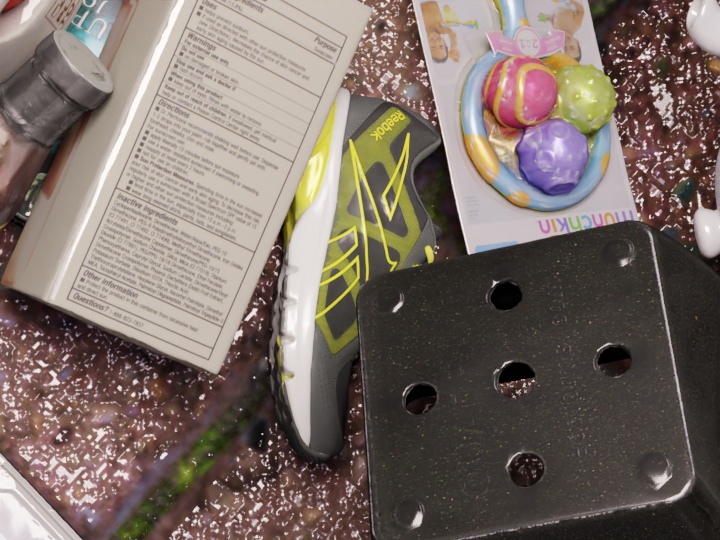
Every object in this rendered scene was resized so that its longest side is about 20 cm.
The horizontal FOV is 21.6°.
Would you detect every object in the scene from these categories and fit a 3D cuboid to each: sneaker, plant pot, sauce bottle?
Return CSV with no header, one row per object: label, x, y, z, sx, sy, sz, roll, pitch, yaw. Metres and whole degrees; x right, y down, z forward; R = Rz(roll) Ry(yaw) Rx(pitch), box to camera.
sneaker,0.000,0.000,0.972,0.085,0.074,0.200,6,80,-7
plant pot,0.090,0.090,0.858,0.199,0.177,0.200,-12,58,13
sauce bottle,-0.203,-0.036,0.920,0.200,0.066,0.066,-39,87,16

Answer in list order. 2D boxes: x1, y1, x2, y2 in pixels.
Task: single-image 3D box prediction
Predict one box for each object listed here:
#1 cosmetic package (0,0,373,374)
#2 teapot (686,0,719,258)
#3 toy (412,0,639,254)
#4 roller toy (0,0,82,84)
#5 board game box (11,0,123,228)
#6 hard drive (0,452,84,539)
cosmetic package,-0.088,-0.062,0.941,0.103,0.087,0.200,27,84,-26
teapot,0.245,-0.027,0.966,0.146,0.197,0.200,-13,69,8
toy,0.095,-0.097,0.997,0.115,0.047,0.200,-7,77,-29
roller toy,-0.222,-0.173,0.909,0.182,0.140,0.200,-19,82,1
board game box,-0.201,-0.114,0.988,0.200,0.028,0.135,30,78,-2
hard drive,-0.216,0.152,0.940,0.140,0.038,0.200,-43,88,-12
